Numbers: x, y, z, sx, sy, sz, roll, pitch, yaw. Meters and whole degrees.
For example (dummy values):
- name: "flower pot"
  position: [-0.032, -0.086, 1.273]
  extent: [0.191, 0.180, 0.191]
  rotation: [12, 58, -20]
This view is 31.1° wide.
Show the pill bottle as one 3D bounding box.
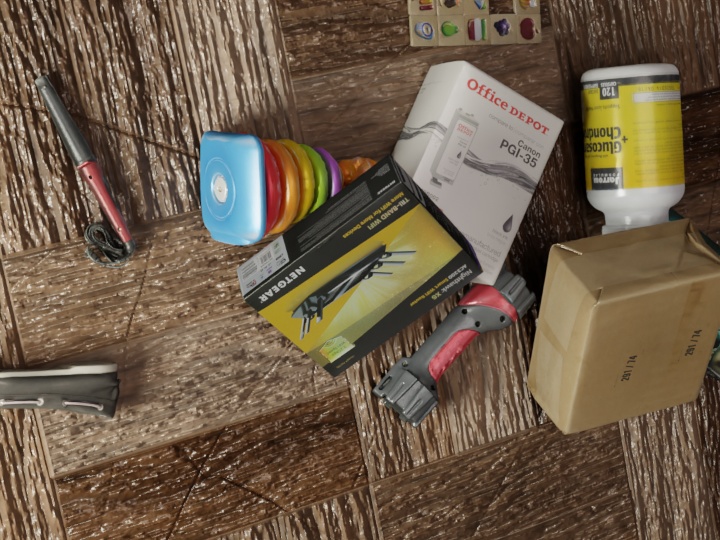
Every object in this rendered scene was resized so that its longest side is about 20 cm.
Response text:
- name: "pill bottle"
  position: [0.310, -0.130, 1.471]
  extent: [0.111, 0.112, 0.202]
  rotation: [-6, 95, -23]

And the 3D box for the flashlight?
- name: "flashlight"
  position: [0.107, 0.084, 1.423]
  extent: [0.200, 0.067, 0.068]
  rotation: [-49, 128, -13]

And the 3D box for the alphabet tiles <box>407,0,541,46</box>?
- name: "alphabet tiles"
  position: [0.125, -0.352, 1.434]
  extent: [0.165, 0.008, 0.202]
  rotation: [-5, 95, -23]

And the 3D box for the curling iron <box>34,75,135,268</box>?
- name: "curling iron"
  position: [-0.273, -0.094, 1.266]
  extent: [0.049, 0.025, 0.202]
  rotation: [-24, 102, -23]

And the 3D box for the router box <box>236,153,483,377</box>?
- name: "router box"
  position: [0.000, 0.000, 1.306]
  extent: [0.199, 0.052, 0.157]
  rotation: [-36, 129, 14]

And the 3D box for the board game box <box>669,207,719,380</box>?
- name: "board game box"
  position: [0.396, 0.026, 1.564]
  extent: [0.199, 0.028, 0.136]
  rotation: [33, 80, -21]

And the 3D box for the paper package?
- name: "paper package"
  position: [0.296, 0.062, 1.431]
  extent: [0.189, 0.104, 0.202]
  rotation: [-12, 131, -18]

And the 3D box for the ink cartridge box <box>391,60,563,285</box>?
- name: "ink cartridge box"
  position: [0.110, -0.106, 1.402]
  extent: [0.146, 0.083, 0.202]
  rotation: [27, 83, -22]

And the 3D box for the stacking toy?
- name: "stacking toy"
  position: [-0.061, -0.092, 1.331]
  extent: [0.198, 0.116, 0.111]
  rotation: [-9, 103, -37]

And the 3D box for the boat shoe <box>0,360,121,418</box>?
- name: "boat shoe"
  position: [-0.325, 0.122, 1.237]
  extent: [0.198, 0.067, 0.058]
  rotation: [-3, 90, -27]
